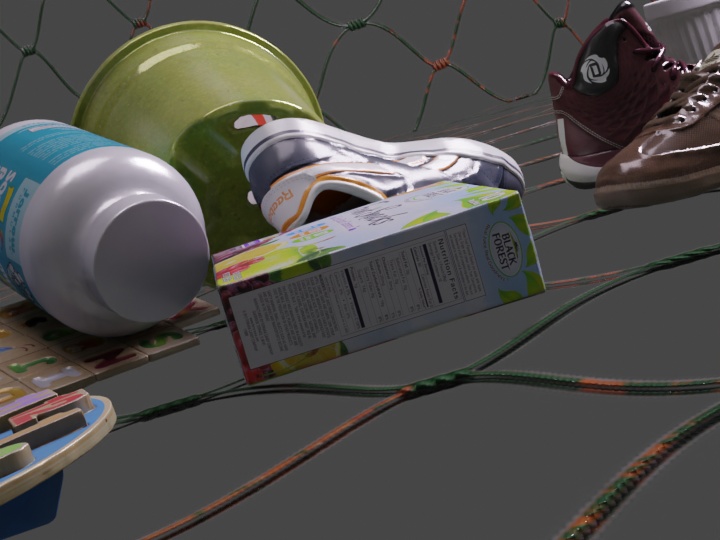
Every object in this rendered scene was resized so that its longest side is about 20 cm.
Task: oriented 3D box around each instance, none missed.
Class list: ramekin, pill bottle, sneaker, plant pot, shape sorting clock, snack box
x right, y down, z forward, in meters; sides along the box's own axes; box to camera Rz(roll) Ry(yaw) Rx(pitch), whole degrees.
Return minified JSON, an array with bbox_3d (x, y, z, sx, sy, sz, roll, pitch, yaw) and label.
[{"bbox_3d":[0.426,-0.276,1.720,0.200,0.105,0.200,-17,7,2],"label":"ramekin"},{"bbox_3d":[-0.164,-0.025,0.918,0.111,0.111,0.200,-20,21,-26],"label":"pill bottle"},{"bbox_3d":[0.219,-0.134,1.031,0.199,0.116,0.076,-16,7,13],"label":"sneaker"},{"bbox_3d":[-0.094,-0.066,1.068,0.200,0.201,0.184,-19,18,-13],"label":"plant pot"},{"bbox_3d":[-0.189,0.087,0.583,0.199,0.039,0.200,-15,6,2],"label":"shape sorting clock"},{"bbox_3d":[0.023,-0.037,0.954,0.199,0.080,0.078,4,-41,-30],"label":"sneaker"},{"bbox_3d":[0.000,0.000,0.766,0.142,0.053,0.200,-16,7,-5],"label":"snack box"},{"bbox_3d":[0.203,-0.091,0.897,0.200,0.076,0.070,-22,8,-36],"label":"sneaker"}]

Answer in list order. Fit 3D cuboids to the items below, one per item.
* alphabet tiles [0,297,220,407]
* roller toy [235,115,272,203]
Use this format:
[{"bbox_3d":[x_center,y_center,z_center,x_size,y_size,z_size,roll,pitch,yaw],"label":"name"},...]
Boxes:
[{"bbox_3d":[-0.193,0.044,0.911,0.200,0.006,0.166,-20,22,-30],"label":"alphabet tiles"},{"bbox_3d":[-0.206,-0.143,1.921,0.140,0.201,0.182,-10,-20,43],"label":"roller toy"}]
